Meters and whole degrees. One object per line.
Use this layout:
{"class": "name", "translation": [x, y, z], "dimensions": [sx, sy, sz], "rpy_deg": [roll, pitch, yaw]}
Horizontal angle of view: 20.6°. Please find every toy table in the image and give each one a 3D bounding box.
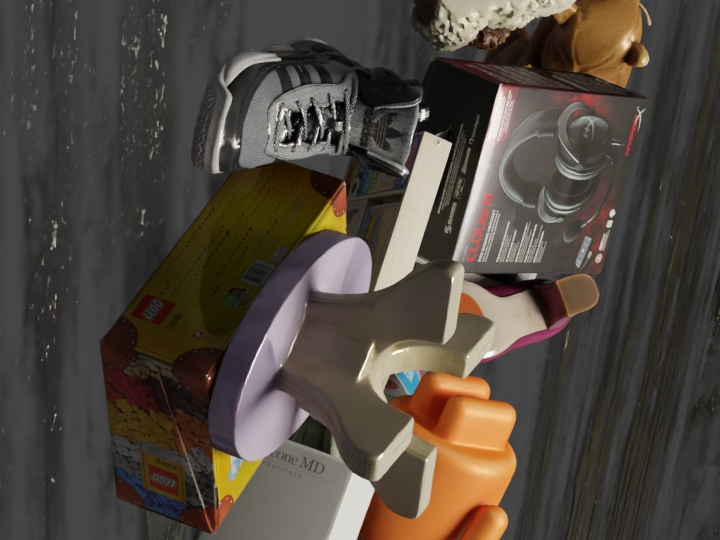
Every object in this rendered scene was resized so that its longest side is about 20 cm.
{"class": "toy table", "translation": [0.000, 0.059, 1.245], "dimensions": [0.200, 0.116, 0.185], "rpy_deg": [-53, 154, -43]}

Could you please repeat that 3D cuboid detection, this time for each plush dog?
{"class": "plush dog", "translation": [0.131, -0.258, 1.579], "dimensions": [0.172, 0.159, 0.201], "rpy_deg": [-127, -125, -79]}

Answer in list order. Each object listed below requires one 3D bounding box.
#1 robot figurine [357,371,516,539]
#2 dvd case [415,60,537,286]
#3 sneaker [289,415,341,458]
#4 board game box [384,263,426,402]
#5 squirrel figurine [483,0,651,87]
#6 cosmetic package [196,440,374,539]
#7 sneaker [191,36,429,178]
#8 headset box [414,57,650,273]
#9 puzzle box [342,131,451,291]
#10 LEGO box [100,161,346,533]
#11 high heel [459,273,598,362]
{"class": "robot figurine", "translation": [0.049, 0.179, 1.560], "dimensions": [0.201, 0.143, 0.117], "rpy_deg": [-65, 168, 17]}
{"class": "dvd case", "translation": [0.095, -0.068, 1.581], "dimensions": [0.199, 0.025, 0.151], "rpy_deg": [18, 98, -46]}
{"class": "sneaker", "translation": [-0.018, 0.098, 1.566], "dimensions": [0.089, 0.077, 0.201], "rpy_deg": [-37, 149, -63]}
{"class": "board game box", "translation": [0.045, -0.001, 1.668], "dimensions": [0.148, 0.064, 0.201], "rpy_deg": [60, 51, -66]}
{"class": "squirrel figurine", "translation": [0.173, -0.157, 1.691], "dimensions": [0.200, 0.141, 0.187], "rpy_deg": [-52, -178, -26]}
{"class": "cosmetic package", "translation": [-0.071, 0.227, 1.478], "dimensions": [0.071, 0.101, 0.201], "rpy_deg": [38, 71, -71]}
{"class": "sneaker", "translation": [-0.024, -0.098, 1.273], "dimensions": [0.200, 0.113, 0.076], "rpy_deg": [-37, 141, -61]}
{"class": "headset box", "translation": [0.116, -0.078, 1.523], "dimensions": [0.199, 0.077, 0.150], "rpy_deg": [1, 110, -45]}
{"class": "puzzle box", "translation": [0.000, 0.000, 1.451], "dimensions": [0.133, 0.025, 0.201], "rpy_deg": [-5, -115, 66]}
{"class": "LEGO box", "translation": [-0.084, 0.044, 1.296], "dimensions": [0.150, 0.077, 0.200], "rpy_deg": [91, 24, -43]}
{"class": "high heel", "translation": [0.090, 0.045, 1.569], "dimensions": [0.199, 0.096, 0.068], "rpy_deg": [-7, 78, -32]}
